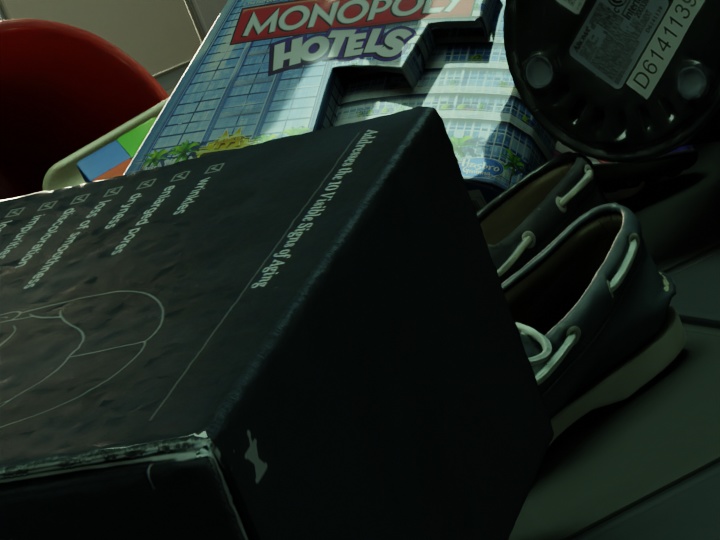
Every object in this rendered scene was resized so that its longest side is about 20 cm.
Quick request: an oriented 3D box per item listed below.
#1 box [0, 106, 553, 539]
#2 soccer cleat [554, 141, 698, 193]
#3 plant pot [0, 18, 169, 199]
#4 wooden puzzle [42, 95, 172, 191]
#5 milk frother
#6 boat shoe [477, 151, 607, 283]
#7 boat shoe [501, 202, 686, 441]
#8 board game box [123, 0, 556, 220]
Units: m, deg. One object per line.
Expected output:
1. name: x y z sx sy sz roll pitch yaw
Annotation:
1. box: -0.073 0.061 0.661 0.197 0.124 0.200 -13 22 25
2. soccer cleat: 0.070 -0.072 1.179 0.200 0.073 0.068 -2 -2 9
3. plant pot: -0.225 -0.038 1.446 0.200 0.200 0.177 -30 3 -36
4. wooden puzzle: -0.069 -0.054 1.274 0.185 0.046 0.200 -31 40 -10
5. milk frother: 0.204 -0.098 1.042 0.181 0.200 0.188 -44 -19 31
6. boat shoe: 0.041 0.009 0.973 0.200 0.060 0.074 -29 13 -36
7. boat shoe: 0.044 0.038 0.814 0.200 0.062 0.075 -31 19 -36
8. board game box: 0.002 -0.105 1.132 0.200 0.062 0.200 -5 51 26
